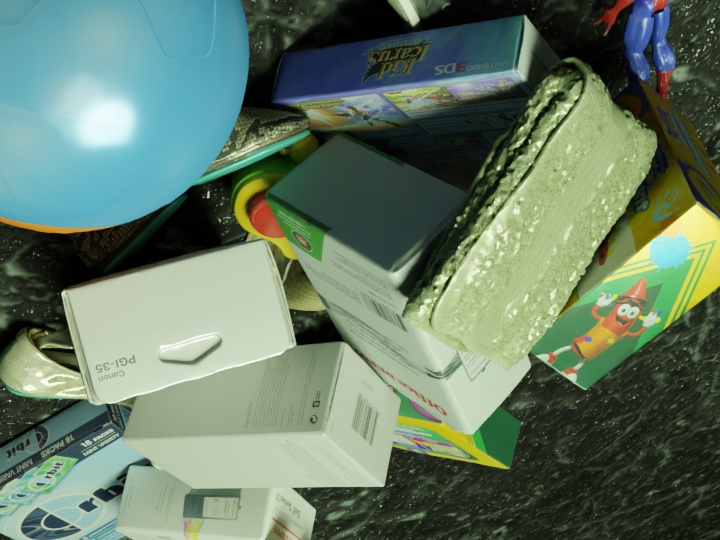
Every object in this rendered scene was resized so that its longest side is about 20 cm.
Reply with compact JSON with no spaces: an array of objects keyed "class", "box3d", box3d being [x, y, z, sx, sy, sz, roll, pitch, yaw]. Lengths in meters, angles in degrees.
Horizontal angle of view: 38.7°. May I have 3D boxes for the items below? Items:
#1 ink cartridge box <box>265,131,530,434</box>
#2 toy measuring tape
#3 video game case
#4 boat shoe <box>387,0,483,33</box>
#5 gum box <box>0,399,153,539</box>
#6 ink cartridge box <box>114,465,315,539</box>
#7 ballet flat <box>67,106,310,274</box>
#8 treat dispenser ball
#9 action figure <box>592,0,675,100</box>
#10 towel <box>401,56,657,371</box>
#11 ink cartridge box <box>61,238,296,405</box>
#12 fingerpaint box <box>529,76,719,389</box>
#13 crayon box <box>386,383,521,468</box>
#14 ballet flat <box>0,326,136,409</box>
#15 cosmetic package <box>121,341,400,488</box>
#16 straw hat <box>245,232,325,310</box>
[{"class":"ink cartridge box","box3d":[0.033,0.013,0.771,0.083,0.147,0.200,-43,137,-17]},{"class":"toy measuring tape","box3d":[-0.079,-0.034,0.827,0.074,0.074,0.200,-4,139,-29]},{"class":"video game case","box3d":[0.068,-0.112,0.754,0.200,0.045,0.181,0,162,35]},{"class":"boat shoe","box3d":[0.053,-0.196,0.711,0.066,0.075,0.199,-35,145,7]},{"class":"gum box","box3d":[-0.278,0.215,1.036,0.170,0.045,0.200,-30,146,2]},{"class":"ink cartridge box","box3d":[-0.121,0.243,1.000,0.200,0.067,0.117,0,151,19]},{"class":"ballet flat","box3d":[-0.135,-0.077,0.742,0.200,0.075,0.068,-33,-175,9]},{"class":"treat dispenser ball","box3d":[-0.161,-0.121,0.555,0.201,0.201,0.201,-18,144,-14]},{"class":"action figure","box3d":[0.231,-0.212,0.826,0.065,0.052,0.200,-27,140,-20]},{"class":"towel","box3d":[0.119,-0.030,0.683,0.148,0.036,0.200,23,100,-51]},{"class":"ink cartridge box","box3d":[-0.144,0.034,0.772,0.146,0.083,0.200,-15,-177,-16]},{"class":"fingerpaint box","box3d":[0.200,-0.033,0.806,0.073,0.200,0.167,34,118,-21]},{"class":"crayon box","box3d":[0.036,0.136,1.031,0.200,0.058,0.173,6,160,33]},{"class":"ballet flat","box3d":[-0.213,0.085,0.899,0.200,0.067,0.062,8,122,-40]},{"class":"cosmetic package","box3d":[-0.082,0.125,0.852,0.200,0.085,0.108,-5,145,29]},{"class":"straw hat","box3d":[0.000,0.000,0.911,0.201,0.085,0.201,-17,144,-13]}]
